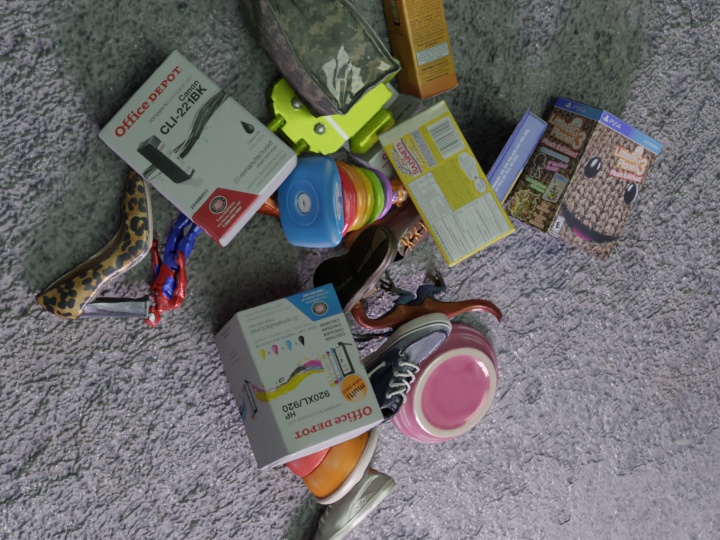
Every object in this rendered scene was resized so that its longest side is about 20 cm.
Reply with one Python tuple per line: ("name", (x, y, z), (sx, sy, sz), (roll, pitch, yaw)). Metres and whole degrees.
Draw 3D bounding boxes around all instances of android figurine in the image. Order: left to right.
("android figurine", (-0.041, -0.236, 1.563), (0.200, 0.041, 0.182), (-44, 106, -9))

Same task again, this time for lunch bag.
("lunch bag", (-0.063, -0.295, 1.444), (0.118, 0.164, 0.200), (-41, 103, -7))

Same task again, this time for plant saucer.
("plant saucer", (0.136, 0.182, 1.824), (0.200, 0.051, 0.201), (-10, 112, -25))

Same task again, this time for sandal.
("sandal", (0.000, 0.000, 1.579), (0.055, 0.082, 0.200), (-4, 152, -36))

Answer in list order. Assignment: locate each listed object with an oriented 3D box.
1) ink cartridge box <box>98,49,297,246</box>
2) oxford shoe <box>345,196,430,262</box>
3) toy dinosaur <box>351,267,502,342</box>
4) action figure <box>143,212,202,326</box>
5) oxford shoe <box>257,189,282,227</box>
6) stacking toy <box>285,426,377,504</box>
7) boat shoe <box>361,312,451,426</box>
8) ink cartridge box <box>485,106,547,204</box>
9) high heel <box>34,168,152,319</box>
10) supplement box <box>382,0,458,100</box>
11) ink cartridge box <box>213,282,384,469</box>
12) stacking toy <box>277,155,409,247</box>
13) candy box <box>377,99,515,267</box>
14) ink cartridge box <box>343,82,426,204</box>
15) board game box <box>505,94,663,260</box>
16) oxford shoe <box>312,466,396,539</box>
("ink cartridge box", (-0.198, -0.150, 1.443), (0.200, 0.084, 0.144), (41, 85, 1))
("oxford shoe", (0.072, -0.054, 1.622), (0.200, 0.073, 0.071), (-33, 124, 18))
("toy dinosaur", (0.073, 0.048, 1.690), (0.181, 0.200, 0.105), (-20, 103, -56))
("action figure", (-0.243, -0.020, 1.535), (0.052, 0.065, 0.200), (7, 104, -54))
("oxford shoe", (-0.112, -0.108, 1.572), (0.200, 0.071, 0.073), (31, 75, -40))
("stacking toy", (-0.088, 0.231, 1.696), (0.200, 0.146, 0.146), (35, 89, -15))
("boat shoe", (0.056, 0.148, 1.660), (0.200, 0.093, 0.075), (-38, 138, 20))
("ink cartridge box", (0.199, -0.127, 1.671), (0.047, 0.200, 0.198), (31, 92, 2))
("high heel", (-0.336, -0.035, 1.484), (0.142, 0.071, 0.200), (2, 98, -13))
("supplement box", (0.076, -0.339, 1.593), (0.069, 0.067, 0.200), (-25, 119, -19))
("ink cartridge box", (-0.086, 0.146, 1.582), (0.147, 0.145, 0.200), (-17, 80, -24))
("stacking toy", (-0.002, -0.097, 1.547), (0.200, 0.110, 0.116), (-10, 99, -44))
("candy box", (0.114, -0.116, 1.561), (0.102, 0.026, 0.200), (-28, 90, 4))
("ink cartridge box", (0.067, -0.163, 1.650), (0.116, 0.067, 0.200), (-49, 123, -3))
("board game box", (0.339, -0.139, 1.781), (0.159, 0.097, 0.200), (18, 98, -41))
("oxford shoe", (-0.031, 0.378, 1.804), (0.058, 0.075, 0.200), (45, 92, 8))
